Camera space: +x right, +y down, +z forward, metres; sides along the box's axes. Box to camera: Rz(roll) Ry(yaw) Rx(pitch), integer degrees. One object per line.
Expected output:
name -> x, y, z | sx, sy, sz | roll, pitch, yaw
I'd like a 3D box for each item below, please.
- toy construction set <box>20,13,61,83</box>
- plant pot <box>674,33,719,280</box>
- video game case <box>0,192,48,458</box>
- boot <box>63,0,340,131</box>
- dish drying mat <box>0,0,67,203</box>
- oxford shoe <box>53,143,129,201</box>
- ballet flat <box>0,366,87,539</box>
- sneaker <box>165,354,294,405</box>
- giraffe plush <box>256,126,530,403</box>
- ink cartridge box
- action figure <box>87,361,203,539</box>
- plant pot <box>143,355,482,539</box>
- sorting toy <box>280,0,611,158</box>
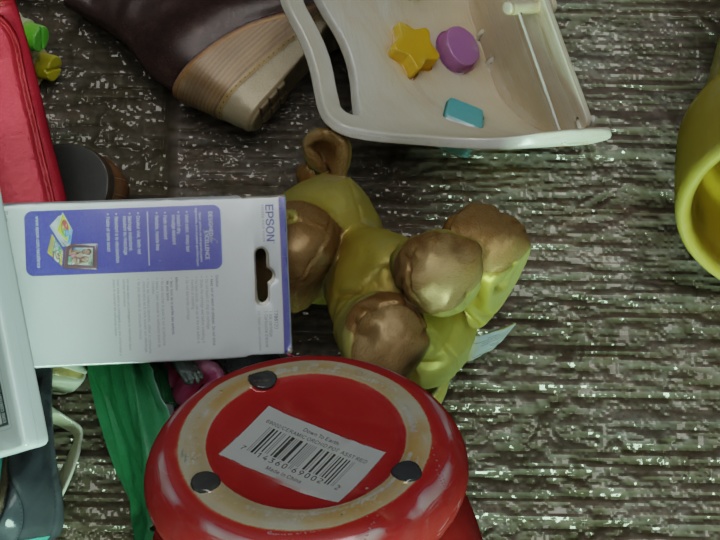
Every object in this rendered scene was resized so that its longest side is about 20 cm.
toy construction set -> -0.262, -0.179, 1.420 | 0.092, 0.201, 0.131 | 7, 39, 32
plant pot -> 0.305, -0.108, 1.442 | 0.200, 0.201, 0.189 | 8, 55, 0
video game case -> -0.266, 0.023, 1.317 | 0.023, 0.182, 0.201 | -4, 80, -50
boot -> -0.080, -0.202, 1.509 | 0.166, 0.072, 0.200 | 37, 68, 14
dish drying mat -> -0.221, -0.060, 1.351 | 0.077, 0.018, 0.201 | -14, 93, -8
oxford shoe -> -0.246, -0.051, 1.456 | 0.199, 0.071, 0.072 | 5, 88, 15
ballet flat -> -0.208, 0.083, 1.409 | 0.073, 0.073, 0.201 | -1, 60, -3
sneaker -> -0.069, 0.070, 1.425 | 0.095, 0.079, 0.201 | -8, 71, -29
giraffe plush -> 0.000, 0.000, 1.394 | 0.162, 0.200, 0.173 | 39, 99, 15
ink cartridge box -> -0.142, 0.007, 1.336 | 0.199, 0.039, 0.100 | -1, 90, -7
action figure -> -0.136, 0.073, 1.395 | 0.055, 0.118, 0.201 | -3, 68, -27
plant pot -> -0.023, 0.159, 1.252 | 0.200, 0.183, 0.201 | -1, 36, 1
sorting toy -> 0.038, -0.150, 1.440 | 0.180, 0.107, 0.201 | -9, 74, -34
